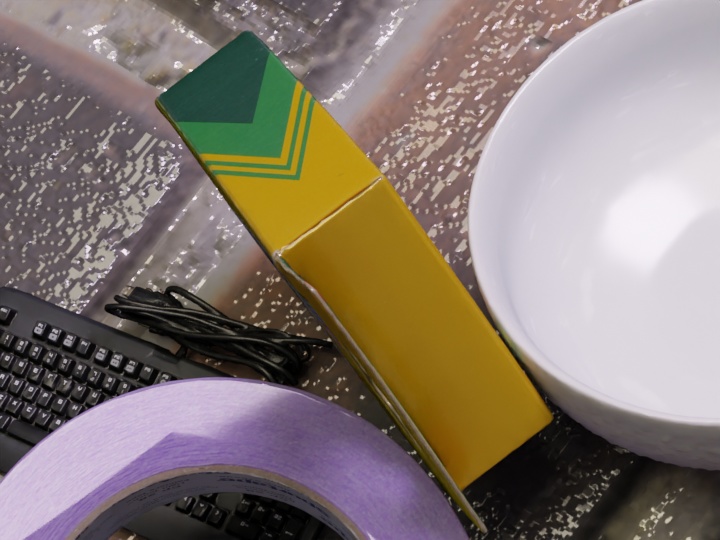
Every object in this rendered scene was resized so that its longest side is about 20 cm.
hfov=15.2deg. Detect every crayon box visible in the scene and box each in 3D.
[{"bbox_3d":[0.000,0.000,1.005,0.051,0.127,0.200,-36,30,-1],"label":"crayon box"}]

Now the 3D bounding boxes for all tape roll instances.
[{"bbox_3d":[-0.051,0.142,0.979,0.199,0.066,0.201,0,79,0],"label":"tape roll"}]

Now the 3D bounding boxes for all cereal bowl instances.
[{"bbox_3d":[0.145,-0.009,1.017,0.199,0.083,0.201,-8,57,12],"label":"cereal bowl"}]

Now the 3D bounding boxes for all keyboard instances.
[{"bbox_3d":[-0.091,0.049,1.110,0.199,0.040,0.104,20,72,28],"label":"keyboard"}]

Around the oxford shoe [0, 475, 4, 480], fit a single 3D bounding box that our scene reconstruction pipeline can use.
[{"bbox_3d":[-0.150,0.117,1.082,0.200,0.075,0.058,27,103,32],"label":"oxford shoe"}]
